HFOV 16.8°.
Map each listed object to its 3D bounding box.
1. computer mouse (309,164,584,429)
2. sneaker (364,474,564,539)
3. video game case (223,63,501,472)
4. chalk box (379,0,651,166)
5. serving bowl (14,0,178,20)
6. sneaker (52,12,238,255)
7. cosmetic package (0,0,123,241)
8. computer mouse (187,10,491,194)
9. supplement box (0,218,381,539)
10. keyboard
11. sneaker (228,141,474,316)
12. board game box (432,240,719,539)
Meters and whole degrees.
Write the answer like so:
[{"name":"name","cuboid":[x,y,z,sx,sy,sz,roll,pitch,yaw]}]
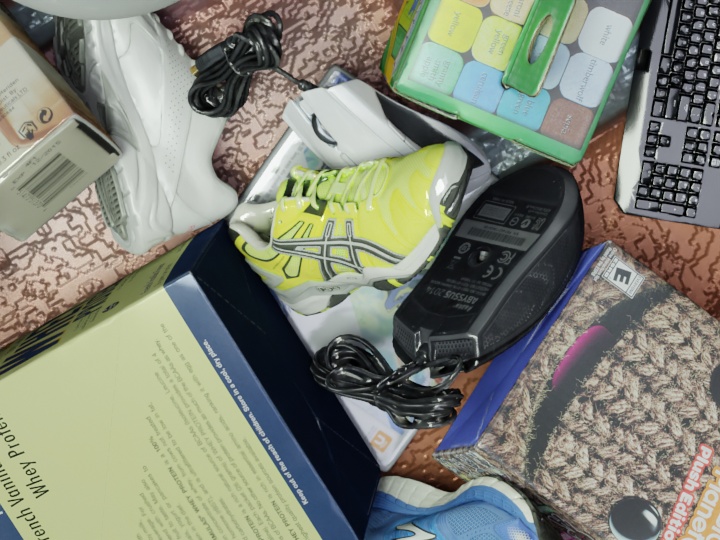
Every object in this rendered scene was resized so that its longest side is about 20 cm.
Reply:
[{"name":"computer mouse","cuboid":[0.071,0.021,1.505,0.200,0.138,0.053,-50,124,-14]},{"name":"sneaker","cuboid":[0.054,0.182,1.505,0.079,0.200,0.089,50,61,-20]},{"name":"video game case","cuboid":[0.000,0.000,1.562,0.182,0.022,0.200,34,96,-8]},{"name":"chalk box","cuboid":[0.092,-0.145,1.451,0.124,0.200,0.125,22,97,-5]},{"name":"serving bowl","cuboid":[-0.165,-0.224,1.459,0.200,0.066,0.200,6,56,-10]},{"name":"sneaker","cuboid":[-0.129,-0.115,1.520,0.099,0.078,0.200,-15,94,-25]},{"name":"cosmetic package","cuboid":[-0.242,-0.125,1.451,0.087,0.103,0.200,-41,75,2]},{"name":"computer mouse","cuboid":[-0.008,-0.084,1.477,0.200,0.110,0.044,27,60,-22]},{"name":"supplement box","cuboid":[-0.126,0.112,1.504,0.200,0.134,0.200,-30,100,12]},{"name":"keyboard","cuboid":[0.227,-0.126,1.544,0.104,0.040,0.200,8,100,-3]},{"name":"sneaker","cuboid":[-0.009,-0.030,1.454,0.076,0.200,0.076,35,53,-21]},{"name":"board game box","cuboid":[0.177,0.106,1.528,0.200,0.097,0.160,35,76,-8]}]
